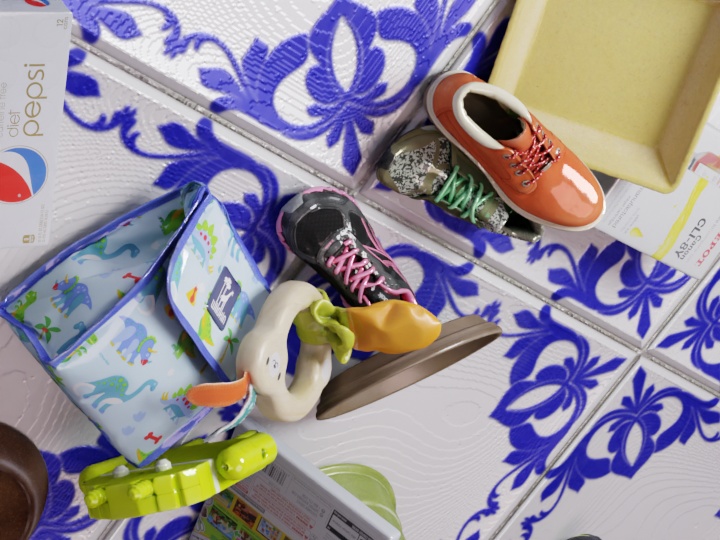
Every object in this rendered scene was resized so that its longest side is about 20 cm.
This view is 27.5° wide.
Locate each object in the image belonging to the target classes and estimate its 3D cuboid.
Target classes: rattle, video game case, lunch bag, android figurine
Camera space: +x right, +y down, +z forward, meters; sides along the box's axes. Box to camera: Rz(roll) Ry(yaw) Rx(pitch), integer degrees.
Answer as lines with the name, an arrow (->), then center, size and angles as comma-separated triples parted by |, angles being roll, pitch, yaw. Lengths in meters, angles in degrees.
rattle -> -0.038, 0.089, 1.259 | 0.200, 0.143, 0.130 | -28, 137, -66
video game case -> -0.073, 0.271, 1.440 | 0.023, 0.200, 0.182 | -14, 133, -56
lunch bag -> -0.173, 0.041, 1.259 | 0.200, 0.127, 0.170 | -42, 138, -14
android figurine -> -0.170, 0.183, 1.331 | 0.200, 0.182, 0.041 | -14, 93, -62

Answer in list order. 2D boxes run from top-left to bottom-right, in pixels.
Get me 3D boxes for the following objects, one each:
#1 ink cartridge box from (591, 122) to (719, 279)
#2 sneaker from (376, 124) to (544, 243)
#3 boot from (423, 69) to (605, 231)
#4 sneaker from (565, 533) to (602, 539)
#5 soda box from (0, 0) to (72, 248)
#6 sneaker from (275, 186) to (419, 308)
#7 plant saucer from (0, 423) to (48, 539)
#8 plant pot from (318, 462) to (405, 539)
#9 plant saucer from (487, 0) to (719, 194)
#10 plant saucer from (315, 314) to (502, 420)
ink cartridge box -> 0.307, -0.093, 1.493 | 0.200, 0.083, 0.145 | 22, 107, -41
sneaker -> 0.103, -0.074, 1.371 | 0.200, 0.089, 0.077 | 16, 112, -39
boot -> 0.146, -0.100, 1.306 | 0.200, 0.107, 0.075 | 37, 89, -12
sneaker -> 0.272, 0.401, 1.850 | 0.081, 0.074, 0.200 | -14, 136, -33
soda box -> -0.269, -0.116, 1.118 | 0.068, 0.064, 0.200 | -5, 124, -29
sneaker -> 0.000, 0.000, 1.356 | 0.079, 0.095, 0.200 | -42, 133, 3
plant saucer -> -0.372, 0.222, 1.319 | 0.200, 0.034, 0.200 | -18, 129, -23
plant pot -> -0.006, 0.337, 1.531 | 0.200, 0.190, 0.200 | -18, 130, -23
plant saucer -> 0.228, -0.193, 1.342 | 0.200, 0.048, 0.200 | 18, 116, 0
plant saucer -> 0.043, 0.092, 1.427 | 0.200, 0.030, 0.200 | -26, 171, -4
